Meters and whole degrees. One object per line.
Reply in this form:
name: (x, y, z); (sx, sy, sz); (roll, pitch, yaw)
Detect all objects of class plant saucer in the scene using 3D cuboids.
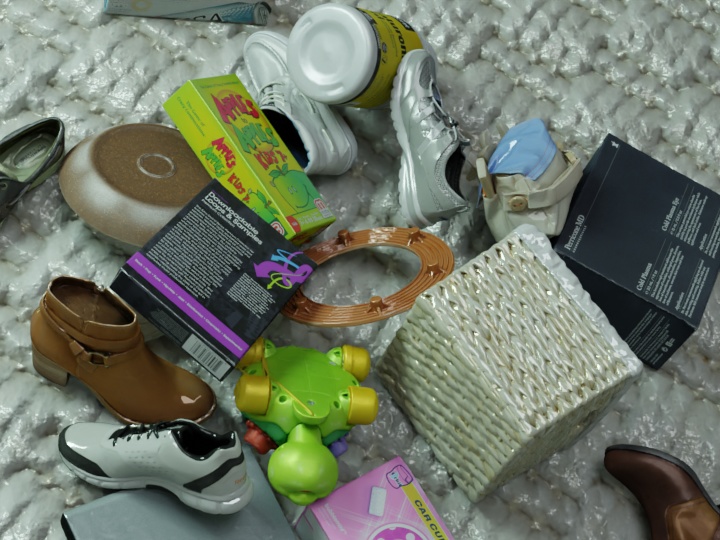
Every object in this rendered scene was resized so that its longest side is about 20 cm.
plant saucer: (-0.220, -0.101, 1.665); (0.200, 0.037, 0.201); (12, 40, -10)

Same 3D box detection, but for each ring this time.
ring: (0.000, 0.000, 1.645); (0.200, 0.019, 0.201); (-11, 28, 6)

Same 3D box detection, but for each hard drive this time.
hard drive: (-0.169, 0.262, 1.490); (0.200, 0.033, 0.140); (-18, 67, -27)

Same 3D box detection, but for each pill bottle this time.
pill bottle: (0.010, -0.240, 1.775); (0.111, 0.111, 0.200); (52, 23, 16)

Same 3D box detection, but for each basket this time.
basket: (0.144, 0.098, 1.598); (0.161, 0.198, 0.200); (-27, 72, -28)

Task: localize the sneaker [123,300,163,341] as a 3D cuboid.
sneaker: (-0.169, 0.011, 1.606); (0.200, 0.099, 0.078); (-21, 68, -28)

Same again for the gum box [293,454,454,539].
gum box: (0.038, 0.297, 1.516); (0.113, 0.066, 0.200); (-24, 69, -28)

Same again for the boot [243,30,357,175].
boot: (-0.087, -0.192, 1.761); (0.200, 0.074, 0.096); (53, 30, 15)

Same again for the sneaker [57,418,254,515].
sneaker: (-0.195, 0.168, 1.482); (0.200, 0.080, 0.074); (9, 36, 14)

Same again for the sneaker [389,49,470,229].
sneaker: (0.086, -0.148, 1.722); (0.075, 0.082, 0.201); (5, 78, -63)

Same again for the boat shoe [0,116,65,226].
boat shoe: (-0.382, -0.095, 1.623); (0.072, 0.066, 0.201); (38, 55, 6)

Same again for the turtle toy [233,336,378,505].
turtle toy: (-0.061, 0.146, 1.543); (0.145, 0.101, 0.200); (8, 29, -11)

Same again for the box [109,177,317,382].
box: (-0.141, 0.005, 1.541); (0.143, 0.036, 0.200); (41, 39, -1)

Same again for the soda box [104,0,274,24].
soda box: (-0.202, -0.340, 1.835); (0.200, 0.068, 0.064); (2, 59, -17)

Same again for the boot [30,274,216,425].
boot: (-0.225, 0.081, 1.510); (0.200, 0.155, 0.074); (17, 56, -7)

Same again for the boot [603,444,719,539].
boot: (0.301, 0.300, 1.621); (0.188, 0.068, 0.200); (37, 62, -3)

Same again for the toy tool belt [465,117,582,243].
toy tool belt: (0.182, -0.119, 1.756); (0.123, 0.125, 0.200); (52, 33, -21)

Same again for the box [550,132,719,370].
box: (0.313, -0.023, 1.786); (0.182, 0.104, 0.200); (30, 54, 0)

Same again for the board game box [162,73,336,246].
board game box: (-0.119, -0.116, 1.679); (0.200, 0.048, 0.102); (55, 27, 6)
